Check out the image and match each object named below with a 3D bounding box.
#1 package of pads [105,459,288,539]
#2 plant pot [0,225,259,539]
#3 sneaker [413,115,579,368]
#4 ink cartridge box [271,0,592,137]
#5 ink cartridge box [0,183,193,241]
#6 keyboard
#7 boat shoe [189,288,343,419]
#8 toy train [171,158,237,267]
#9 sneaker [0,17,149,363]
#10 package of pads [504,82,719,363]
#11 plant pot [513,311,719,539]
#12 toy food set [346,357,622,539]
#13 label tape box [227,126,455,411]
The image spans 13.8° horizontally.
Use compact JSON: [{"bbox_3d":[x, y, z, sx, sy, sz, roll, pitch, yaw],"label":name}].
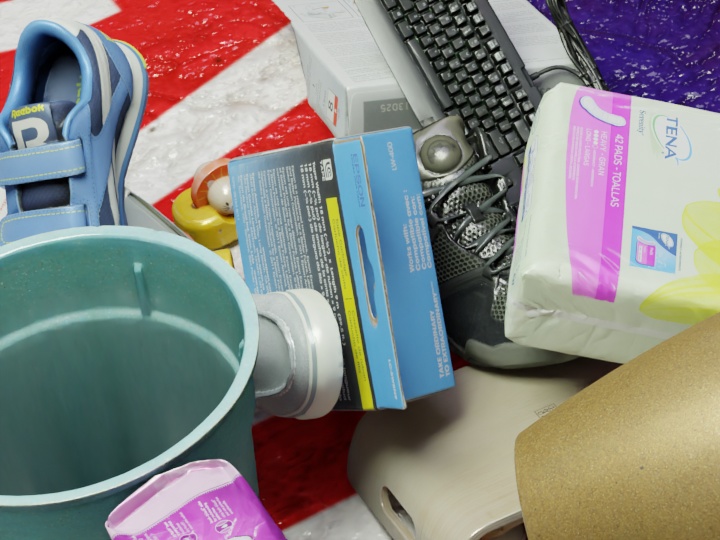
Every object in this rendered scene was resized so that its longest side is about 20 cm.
[{"bbox_3d":[-0.045,0.194,1.417,0.076,0.200,0.121,-29,45,-8],"label":"package of pads"},{"bbox_3d":[-0.134,0.116,1.524,0.199,0.197,0.201,-6,40,5],"label":"plant pot"},{"bbox_3d":[0.065,-0.016,1.655,0.076,0.115,0.199,-24,27,-22],"label":"sneaker"},{"bbox_3d":[0.039,-0.134,1.868,0.162,0.050,0.200,-7,21,-14],"label":"ink cartridge box"},{"bbox_3d":[-0.217,-0.008,1.725,0.200,0.087,0.146,29,83,33],"label":"ink cartridge box"},{"bbox_3d":[0.092,-0.111,1.768,0.127,0.021,0.200,-28,86,-17],"label":"keyboard"},{"bbox_3d":[-0.073,0.047,1.606,0.071,0.070,0.201,-6,3,-24],"label":"boat shoe"},{"bbox_3d":[-0.058,-0.021,1.766,0.150,0.056,0.200,17,48,29],"label":"toy train"},{"bbox_3d":[-0.166,-0.046,1.616,0.074,0.082,0.201,-8,67,20],"label":"sneaker"},{"bbox_3d":[0.182,-0.017,1.591,0.199,0.068,0.155,12,45,-2],"label":"package of pads"},{"bbox_3d":[0.183,0.103,1.456,0.199,0.187,0.187,-15,40,11],"label":"plant pot"},{"bbox_3d":[0.107,0.100,1.604,0.199,0.061,0.144,-21,31,-13],"label":"toy food set"},{"bbox_3d":[0.000,0.000,1.595,0.063,0.145,0.200,-10,3,-23],"label":"label tape box"}]
